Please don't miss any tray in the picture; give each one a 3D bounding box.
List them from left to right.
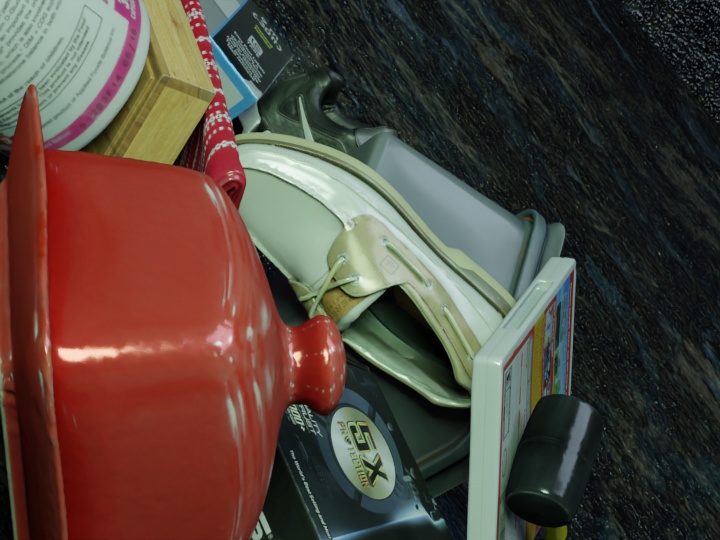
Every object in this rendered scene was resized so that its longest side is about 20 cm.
[{"bbox_3d":[-0.139,-0.120,1.301,0.037,0.099,0.200,18,30,-31],"label":"tray"}]

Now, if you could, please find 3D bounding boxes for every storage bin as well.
[{"bbox_3d":[0.015,0.025,1.404,0.134,0.145,0.201,37,47,-19],"label":"storage bin"}]

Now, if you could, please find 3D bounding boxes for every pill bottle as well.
[{"bbox_3d":[-0.209,-0.147,1.177,0.200,0.113,0.114,37,25,-44],"label":"pill bottle"}]

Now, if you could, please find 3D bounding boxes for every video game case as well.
[{"bbox_3d":[0.090,0.087,1.301,0.200,0.017,0.144,-43,136,-67],"label":"video game case"}]

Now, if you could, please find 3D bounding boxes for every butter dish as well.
[{"bbox_3d":[-0.079,0.044,1.005,0.200,0.147,0.200,-102,-171,-52],"label":"butter dish"}]

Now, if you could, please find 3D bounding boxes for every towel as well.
[{"bbox_3d":[-0.102,-0.063,1.297,0.022,0.145,0.201,2,43,-19],"label":"towel"}]

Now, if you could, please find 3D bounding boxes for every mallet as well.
[{"bbox_3d":[0.111,0.134,1.300,0.200,0.041,0.066,74,32,-63],"label":"mallet"}]

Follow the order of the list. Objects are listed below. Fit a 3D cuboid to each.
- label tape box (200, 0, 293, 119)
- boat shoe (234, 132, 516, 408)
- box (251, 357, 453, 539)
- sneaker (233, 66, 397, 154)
[{"bbox_3d":[-0.115,-0.175,1.555,0.144,0.066,0.200,52,19,-9],"label":"label tape box"},{"bbox_3d":[0.000,0.000,1.278,0.199,0.075,0.069,33,44,-11],"label":"boat shoe"},{"bbox_3d":[-0.027,0.134,1.180,0.164,0.086,0.201,27,32,-57],"label":"box"},{"bbox_3d":[-0.003,-0.052,1.574,0.201,0.090,0.066,58,19,10],"label":"sneaker"}]
